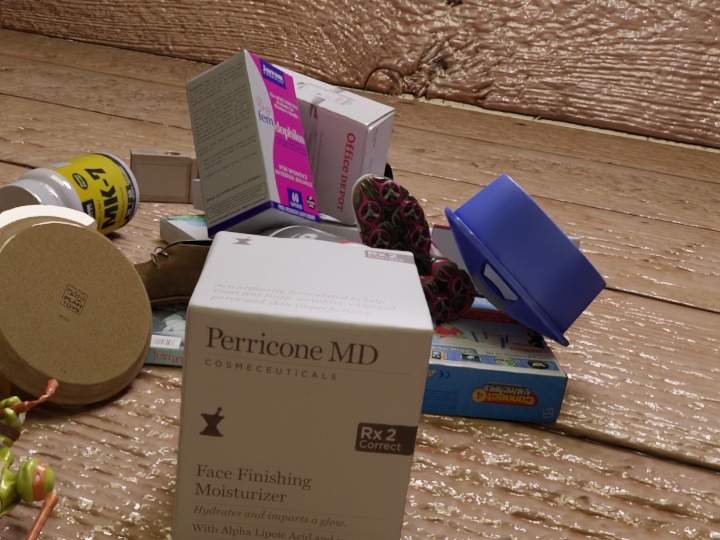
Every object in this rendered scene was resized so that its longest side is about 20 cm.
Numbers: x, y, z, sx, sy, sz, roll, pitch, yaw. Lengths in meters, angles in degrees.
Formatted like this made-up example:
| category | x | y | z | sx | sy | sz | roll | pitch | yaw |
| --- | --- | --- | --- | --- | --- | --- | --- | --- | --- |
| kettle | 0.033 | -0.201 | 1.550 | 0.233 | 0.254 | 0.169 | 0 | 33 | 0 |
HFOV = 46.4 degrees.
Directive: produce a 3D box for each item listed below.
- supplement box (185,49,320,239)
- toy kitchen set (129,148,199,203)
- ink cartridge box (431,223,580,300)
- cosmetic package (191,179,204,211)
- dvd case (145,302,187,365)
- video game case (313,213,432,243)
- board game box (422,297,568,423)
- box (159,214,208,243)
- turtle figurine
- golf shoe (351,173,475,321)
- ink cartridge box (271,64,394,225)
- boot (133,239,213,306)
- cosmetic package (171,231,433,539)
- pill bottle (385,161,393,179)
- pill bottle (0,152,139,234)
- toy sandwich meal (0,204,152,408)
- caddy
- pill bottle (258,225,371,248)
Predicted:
| category | x | y | z | sx | sy | sz | roll | pitch | yaw |
| --- | --- | --- | --- | --- | --- | --- | --- | --- | --- |
| supplement box | -0.131 | -0.141 | 1.009 | 0.102 | 0.203 | 0.101 | -21 | -17 | 28 |
| toy kitchen set | -0.316 | -0.226 | 1.475 | 0.178 | 0.165 | 0.200 | 1 | 20 | -19 |
| ink cartridge box | 0.195 | -0.013 | 1.121 | 0.144 | 0.085 | 0.199 | 9 | 6 | 29 |
| cosmetic package | -0.156 | -0.115 | 1.270 | 0.149 | 0.052 | 0.199 | -4 | 9 | -27 |
| dvd case | -0.170 | 0.058 | 0.957 | 0.144 | 0.022 | 0.200 | 5 | 18 | -8 |
| video game case | -0.010 | -0.058 | 1.178 | 0.197 | 0.023 | 0.182 | 8 | 8 | 23 |
| board game box | 0.103 | 0.087 | 0.926 | 0.197 | 0.057 | 0.196 | 6 | 19 | -5 |
| box | -0.174 | -0.050 | 1.233 | 0.198 | 0.037 | 0.144 | -7 | 24 | -40 |
| turtle figurine | -0.285 | 0.150 | 0.591 | 0.159 | 0.065 | 0.201 | -4 | 30 | -10 |
| golf shoe | 0.044 | -0.027 | 0.913 | 0.072 | 0.201 | 0.092 | -41 | 32 | -5 |
| ink cartridge box | -0.064 | -0.169 | 1.123 | 0.198 | 0.148 | 0.083 | 24 | 36 | 20 |
| boot | -0.231 | 0.000 | 0.952 | 0.197 | 0.076 | 0.074 | -1 | 22 | -21 |
| cosmetic package | -0.045 | 0.095 | 0.632 | 0.162 | 0.203 | 0.165 | 6 | 19 | -4 |
| pill bottle | -0.050 | -0.159 | 1.470 | 0.198 | 0.113 | 0.111 | 18 | 22 | 27 |
| pill bottle | -0.398 | -0.088 | 1.135 | 0.113 | 0.116 | 0.200 | 13 | 21 | 14 |
| toy sandwich meal | -0.290 | 0.035 | 0.796 | 0.070 | 0.207 | 0.204 | -28 | -5 | 37 |
| caddy | 0.173 | -0.007 | 0.917 | 0.200 | 0.105 | 0.141 | 49 | 7 | 11 |
| pill bottle | -0.053 | 0.014 | 0.899 | 0.113 | 0.116 | 0.199 | -3 | 11 | -27 |
